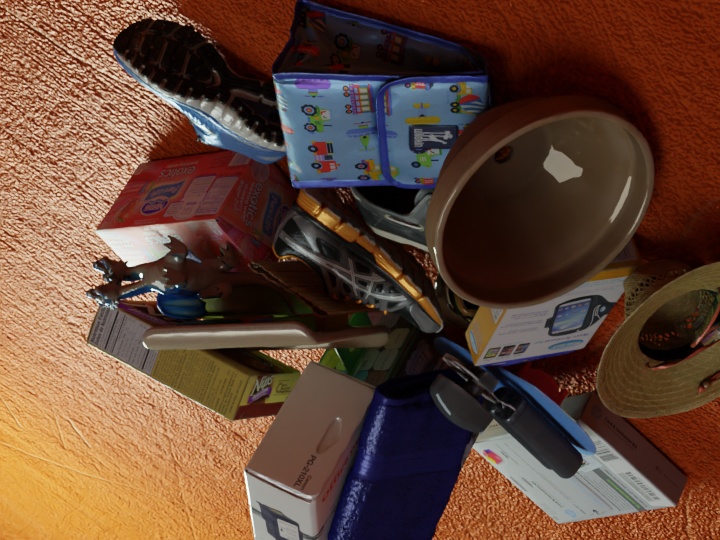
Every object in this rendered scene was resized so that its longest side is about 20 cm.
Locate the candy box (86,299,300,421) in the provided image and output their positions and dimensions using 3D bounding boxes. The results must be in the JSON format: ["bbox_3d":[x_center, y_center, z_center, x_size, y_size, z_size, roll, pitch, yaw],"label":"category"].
[{"bbox_3d":[-0.176,0.093,1.766,0.199,0.057,0.116,26,-170,25],"label":"candy box"}]

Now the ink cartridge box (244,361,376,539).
[{"bbox_3d":[-0.046,0.210,1.722,0.084,0.145,0.201,23,150,15],"label":"ink cartridge box"}]

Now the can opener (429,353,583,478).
[{"bbox_3d":[0.140,0.153,1.654,0.200,0.067,0.053,44,171,-31],"label":"can opener"}]

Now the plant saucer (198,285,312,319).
[{"bbox_3d":[-0.120,0.037,1.783,0.198,0.031,0.200,3,174,0],"label":"plant saucer"}]

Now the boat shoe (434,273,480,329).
[{"bbox_3d":[0.107,0.015,1.614,0.072,0.068,0.200,29,151,2],"label":"boat shoe"}]

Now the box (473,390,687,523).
[{"bbox_3d":[0.235,0.209,1.825,0.156,0.041,0.200,42,148,-17],"label":"box"}]

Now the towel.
[{"bbox_3d":[0.042,0.195,1.694,0.049,0.147,0.201,39,121,42],"label":"towel"}]

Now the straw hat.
[{"bbox_3d":[0.274,0.036,1.466,0.202,0.200,0.085,71,172,-49],"label":"straw hat"}]

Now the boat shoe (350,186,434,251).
[{"bbox_3d":[0.078,-0.056,1.531,0.199,0.072,0.068,14,148,32],"label":"boat shoe"}]

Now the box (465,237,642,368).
[{"bbox_3d":[0.173,0.033,1.548,0.118,0.042,0.200,-8,156,-16],"label":"box"}]

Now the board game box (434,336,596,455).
[{"bbox_3d":[0.166,0.113,1.700,0.199,0.039,0.158,27,165,37],"label":"board game box"}]

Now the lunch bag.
[{"bbox_3d":[0.036,-0.141,1.446,0.198,0.095,0.151,8,144,13],"label":"lunch bag"}]

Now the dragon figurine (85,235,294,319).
[{"bbox_3d":[-0.169,0.012,1.649,0.198,0.059,0.099,8,161,-27],"label":"dragon figurine"}]

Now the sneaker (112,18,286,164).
[{"bbox_3d":[-0.150,-0.159,1.573,0.199,0.079,0.089,33,148,-5],"label":"sneaker"}]

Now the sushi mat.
[{"bbox_3d":[-0.033,0.017,1.665,0.095,0.012,0.200,36,-166,18],"label":"sushi mat"}]

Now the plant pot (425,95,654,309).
[{"bbox_3d":[0.137,-0.073,1.387,0.093,0.200,0.202,61,177,45],"label":"plant pot"}]

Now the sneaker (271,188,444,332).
[{"bbox_3d":[0.000,0.000,1.615,0.200,0.077,0.078,39,-166,-17],"label":"sneaker"}]

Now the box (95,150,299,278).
[{"bbox_3d":[-0.165,-0.052,1.725,0.199,0.103,0.095,-4,136,44],"label":"box"}]

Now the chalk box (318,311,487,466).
[{"bbox_3d":[0.030,0.123,1.797,0.123,0.125,0.200,-4,135,45],"label":"chalk box"}]

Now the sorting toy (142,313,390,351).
[{"bbox_3d":[-0.089,0.059,1.641,0.184,0.037,0.200,-3,176,24],"label":"sorting toy"}]
